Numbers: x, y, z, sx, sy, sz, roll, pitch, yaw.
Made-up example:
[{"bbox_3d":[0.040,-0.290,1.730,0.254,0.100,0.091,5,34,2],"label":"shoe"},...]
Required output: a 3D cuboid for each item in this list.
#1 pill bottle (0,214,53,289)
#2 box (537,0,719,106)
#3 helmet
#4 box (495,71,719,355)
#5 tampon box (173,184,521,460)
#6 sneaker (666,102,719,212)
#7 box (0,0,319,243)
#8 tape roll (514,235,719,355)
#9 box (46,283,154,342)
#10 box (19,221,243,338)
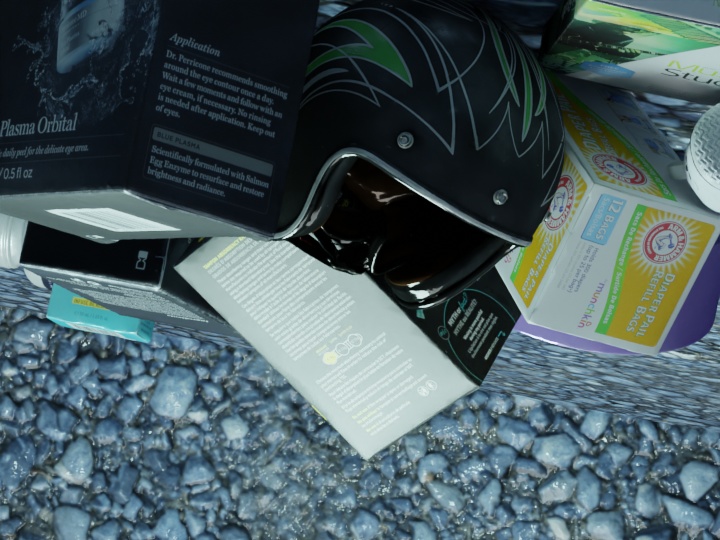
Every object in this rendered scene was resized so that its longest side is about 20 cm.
[{"bbox_3d":[-0.281,-0.030,2.672,0.200,0.111,0.111,10,171,10],"label":"pill bottle"},{"bbox_3d":[0.195,-0.144,1.603,0.144,0.036,0.200,11,171,-3],"label":"box"},{"bbox_3d":[0.037,-0.084,1.671,0.200,0.200,0.191,19,136,-41],"label":"helmet"},{"bbox_3d":[0.149,-0.046,1.758,0.101,0.113,0.200,15,-155,-22],"label":"box"},{"bbox_3d":[0.000,0.000,1.835,0.200,0.150,0.126,46,129,-9],"label":"tampon box"},{"bbox_3d":[0.293,-0.081,1.656,0.200,0.075,0.115,-7,174,-11],"label":"sneaker"},{"bbox_3d":[-0.134,-0.126,1.598,0.117,0.200,0.197,17,169,-37],"label":"box"},{"bbox_3d":[0.176,-0.019,1.956,0.200,0.085,0.200,7,-156,-3],"label":"tape roll"},{"bbox_3d":[-0.197,-0.046,2.174,0.082,0.200,0.049,10,172,10],"label":"box"},{"bbox_3d":[-0.144,-0.069,1.930,0.117,0.197,0.200,8,171,19],"label":"box"}]
